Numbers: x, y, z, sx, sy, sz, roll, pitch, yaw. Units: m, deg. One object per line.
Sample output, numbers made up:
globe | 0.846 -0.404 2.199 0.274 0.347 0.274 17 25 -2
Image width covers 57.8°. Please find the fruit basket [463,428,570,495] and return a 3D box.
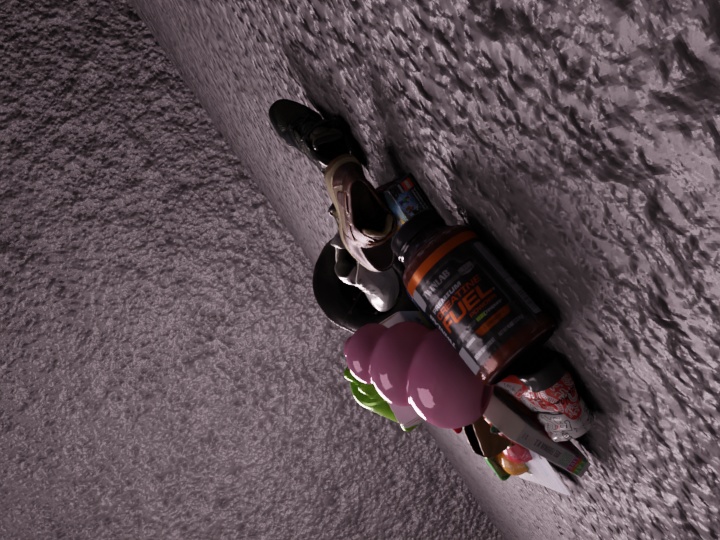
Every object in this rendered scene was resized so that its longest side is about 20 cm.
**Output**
fruit basket | 0.281 0.313 1.195 0.186 0.093 0.199 55 157 -7

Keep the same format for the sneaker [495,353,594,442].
sneaker | 0.227 0.163 0.852 0.109 0.067 0.201 56 170 -2

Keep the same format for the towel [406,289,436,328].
towel | 0.132 0.073 0.942 0.112 0.049 0.200 49 -175 41

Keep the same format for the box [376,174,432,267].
box | 0.069 -0.061 0.939 0.138 0.037 0.200 55 172 -8

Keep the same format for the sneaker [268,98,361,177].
sneaker | -0.072 -0.215 1.006 0.200 0.076 0.115 48 169 18

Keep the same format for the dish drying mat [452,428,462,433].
dish drying mat | 0.103 0.180 1.083 0.201 0.018 0.077 49 -157 -11

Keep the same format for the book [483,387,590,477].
book | 0.227 0.213 0.908 0.199 0.048 0.133 35 -176 -40

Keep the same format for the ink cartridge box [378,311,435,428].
ink cartridge box | 0.099 0.142 0.987 0.147 0.083 0.199 61 -159 16

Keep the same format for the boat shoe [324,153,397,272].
boat shoe | 0.012 -0.062 0.888 0.072 0.071 0.202 47 163 46

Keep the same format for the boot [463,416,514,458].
boot | 0.201 0.215 1.077 0.073 0.075 0.203 2 111 62

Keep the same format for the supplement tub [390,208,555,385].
supplement tub | 0.120 0.024 0.748 0.201 0.106 0.107 50 172 21

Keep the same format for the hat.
hat | 0.020 0.018 1.137 0.202 0.200 0.081 53 -167 1

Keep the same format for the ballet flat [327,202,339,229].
ballet flat | 0.003 -0.067 1.197 0.200 0.073 0.073 49 171 32

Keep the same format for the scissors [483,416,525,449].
scissors | 0.186 0.218 0.912 0.073 0.014 0.200 41 -176 32

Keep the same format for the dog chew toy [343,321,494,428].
dog chew toy | 0.069 0.122 0.832 0.197 0.126 0.125 12 152 25

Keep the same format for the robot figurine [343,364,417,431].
robot figurine | 0.060 0.200 1.147 0.175 0.117 0.199 31 177 46

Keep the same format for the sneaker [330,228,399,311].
sneaker | 0.000 0.000 1.019 0.074 0.100 0.202 18 143 36
